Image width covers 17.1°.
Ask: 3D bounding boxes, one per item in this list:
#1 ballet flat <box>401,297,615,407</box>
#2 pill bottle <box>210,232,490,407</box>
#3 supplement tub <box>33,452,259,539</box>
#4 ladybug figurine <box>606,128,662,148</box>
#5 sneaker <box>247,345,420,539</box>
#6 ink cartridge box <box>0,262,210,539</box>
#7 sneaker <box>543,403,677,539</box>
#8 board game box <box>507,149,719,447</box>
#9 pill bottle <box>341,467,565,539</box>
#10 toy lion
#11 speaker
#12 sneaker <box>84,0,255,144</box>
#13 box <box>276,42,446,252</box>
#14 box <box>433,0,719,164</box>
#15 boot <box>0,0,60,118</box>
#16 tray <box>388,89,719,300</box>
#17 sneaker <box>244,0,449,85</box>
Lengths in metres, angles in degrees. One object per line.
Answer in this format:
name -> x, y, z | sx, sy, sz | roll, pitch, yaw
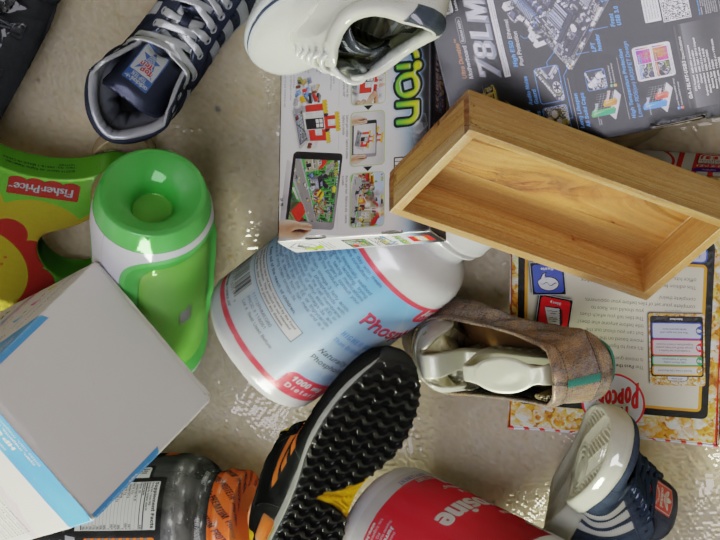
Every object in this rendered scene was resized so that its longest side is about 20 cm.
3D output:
ballet flat -> 0.082, 0.058, 1.633 | 0.199, 0.067, 0.068 | 2, 107, 48
pill bottle -> 0.000, 0.000, 1.656 | 0.200, 0.109, 0.109 | -37, 98, 25
supplement tub -> -0.175, 0.197, 1.770 | 0.199, 0.123, 0.123 | -2, 110, 15
ladybug figurine -> 0.134, -0.163, 1.578 | 0.135, 0.072, 0.200 | -33, 100, 23
sneaker -> -0.030, 0.123, 1.676 | 0.070, 0.090, 0.201 | 12, 116, -31
ink cartridge box -> -0.224, 0.099, 1.658 | 0.125, 0.129, 0.200 | 50, 148, -11
sneaker -> 0.183, 0.148, 1.647 | 0.084, 0.200, 0.075 | 14, 70, -1
board game box -> 0.178, 0.017, 1.650 | 0.151, 0.046, 0.201 | 5, 112, 12
pill bottle -> 0.087, 0.223, 1.677 | 0.199, 0.112, 0.113 | 23, 118, 36
toy lion -> -0.256, -0.021, 1.722 | 0.199, 0.069, 0.192 | 7, 129, -11
speaker -> -0.145, 0.005, 1.662 | 0.088, 0.089, 0.200 | 18, 145, 7
sneaker -> -0.119, -0.170, 1.620 | 0.070, 0.109, 0.200 | 34, 115, -1
box -> 0.002, -0.116, 1.592 | 0.109, 0.035, 0.201 | -3, 78, 20
box -> 0.139, -0.182, 1.504 | 0.197, 0.050, 0.201 | -11, 103, 15
boot -> -0.295, -0.196, 1.686 | 0.164, 0.066, 0.200 | 35, 119, 1
tray -> 0.128, -0.047, 1.529 | 0.199, 0.037, 0.099 | 19, 141, -23
sneaker -> -0.014, -0.153, 1.504 | 0.073, 0.071, 0.200 | 22, 155, -27
